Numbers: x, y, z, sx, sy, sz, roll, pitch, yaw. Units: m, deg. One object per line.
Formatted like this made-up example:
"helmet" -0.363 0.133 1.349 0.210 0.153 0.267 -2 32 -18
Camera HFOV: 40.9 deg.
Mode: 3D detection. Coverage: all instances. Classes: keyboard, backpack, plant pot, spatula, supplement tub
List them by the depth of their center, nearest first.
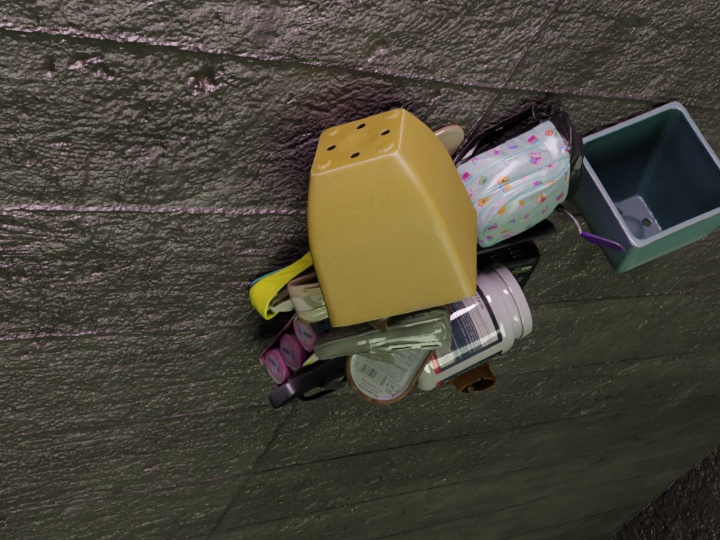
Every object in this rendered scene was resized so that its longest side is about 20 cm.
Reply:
"plant pot" 0.030 -0.082 1.218 0.193 0.195 0.202 -12 124 16
"backpack" 0.219 -0.127 1.383 0.198 0.127 0.168 -25 148 -11
"spatula" 0.313 -0.079 1.457 0.021 0.200 0.056 -54 148 7
"keyboard" 0.190 -0.065 1.462 0.198 0.127 0.021 -15 118 -30
"supplement tub" 0.152 0.085 1.503 0.198 0.141 0.141 -25 149 -9
"plant pot" 0.451 -0.108 1.544 0.193 0.198 0.201 -22 157 -8

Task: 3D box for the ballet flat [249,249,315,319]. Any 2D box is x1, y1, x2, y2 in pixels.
"ballet flat" -0.072 0.008 1.417 0.198 0.068 0.067 -31 145 4

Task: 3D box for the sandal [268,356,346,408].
"sandal" -0.067 0.177 1.475 0.076 0.043 0.199 -41 168 34

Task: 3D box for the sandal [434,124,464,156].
"sandal" 0.069 -0.114 1.346 0.210 0.070 0.078 -31 148 6

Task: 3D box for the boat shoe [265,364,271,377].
"boat shoe" -0.065 0.138 1.623 0.197 0.068 0.057 -14 172 -15

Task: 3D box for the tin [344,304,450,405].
"tin" 0.055 0.103 1.404 0.202 0.111 0.042 -59 -176 8

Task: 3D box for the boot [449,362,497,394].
"boot" 0.137 0.154 1.701 0.198 0.157 0.077 -1 141 -36

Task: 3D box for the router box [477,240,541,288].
"router box" 0.191 0.017 1.635 0.197 0.063 0.151 -10 143 -26

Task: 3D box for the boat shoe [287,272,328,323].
"boat shoe" -0.006 0.006 1.359 0.197 0.072 0.066 -23 111 -4

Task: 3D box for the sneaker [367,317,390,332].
"sneaker" 0.076 0.003 1.324 0.199 0.070 0.076 -35 124 -18

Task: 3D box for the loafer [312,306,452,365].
"loafer" 0.032 0.101 1.351 0.197 0.071 0.070 -12 -168 5

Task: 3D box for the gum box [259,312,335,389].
"gum box" -0.071 0.104 1.492 0.113 0.067 0.200 -26 167 -35
